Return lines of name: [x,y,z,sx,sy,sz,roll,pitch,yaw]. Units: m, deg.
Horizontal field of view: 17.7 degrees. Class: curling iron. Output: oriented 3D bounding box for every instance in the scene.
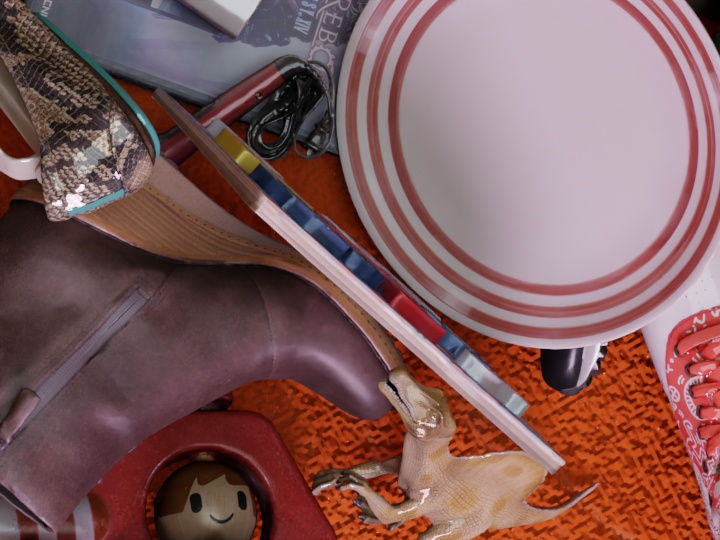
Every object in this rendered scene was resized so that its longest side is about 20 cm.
curling iron: [-0.096,-0.038,1.069,0.200,0.026,0.050,-30,97,-6]

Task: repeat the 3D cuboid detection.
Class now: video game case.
video game case: [-0.049,-0.143,1.096,0.199,0.019,0.143,19,86,-15]

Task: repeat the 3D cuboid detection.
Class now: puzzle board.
puzzle board: [0.000,0.000,1.018,0.017,0.151,0.200,-46,120,2]

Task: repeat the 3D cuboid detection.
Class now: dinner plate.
dinner plate: [0.081,-0.062,1.059,0.024,0.200,0.201,-31,103,-56]

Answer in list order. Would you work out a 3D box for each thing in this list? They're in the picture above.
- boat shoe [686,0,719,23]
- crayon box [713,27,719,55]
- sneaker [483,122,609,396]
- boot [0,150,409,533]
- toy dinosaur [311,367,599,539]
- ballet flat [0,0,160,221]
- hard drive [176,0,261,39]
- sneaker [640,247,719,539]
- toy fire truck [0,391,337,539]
boat shoe: [0.183,-0.168,1.137,0.199,0.072,0.076,17,75,-15]
crayon box: [0.221,-0.060,1.125,0.127,0.051,0.200,11,121,-16]
sneaker: [0.085,-0.042,1.120,0.090,0.070,0.201,5,94,6]
boot: [-0.091,0.050,1.021,0.200,0.072,0.167,38,67,-11]
toy dinosaur: [0.045,0.109,1.077,0.101,0.200,0.058,-24,59,19]
ballet flat: [-0.165,-0.101,1.000,0.075,0.068,0.200,-31,67,-15]
hard drive: [-0.103,-0.217,1.054,0.200,0.025,0.132,34,85,-5]
sneaker: [0.184,0.072,1.095,0.067,0.108,0.202,-18,112,1]
toy fire truck: [-0.107,0.119,1.049,0.199,0.112,0.168,0,73,-17]
